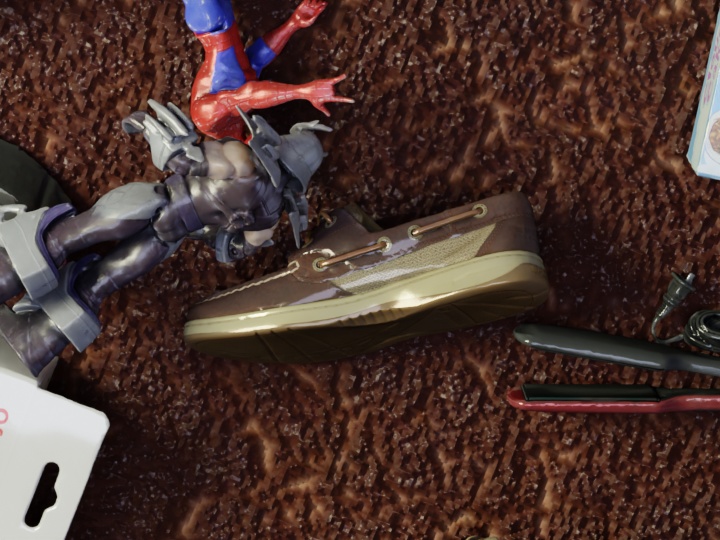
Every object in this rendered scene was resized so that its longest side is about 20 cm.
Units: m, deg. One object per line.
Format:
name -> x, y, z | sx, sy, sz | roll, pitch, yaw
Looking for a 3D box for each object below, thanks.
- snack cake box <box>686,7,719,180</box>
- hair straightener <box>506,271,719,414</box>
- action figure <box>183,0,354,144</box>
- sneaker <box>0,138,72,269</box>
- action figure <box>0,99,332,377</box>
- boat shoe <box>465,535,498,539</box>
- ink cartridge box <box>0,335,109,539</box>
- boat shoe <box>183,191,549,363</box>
snack cake box -> 0.245, -0.139, 1.499 | 0.115, 0.067, 0.200 | 10, 102, 0
hair straightener -> 0.180, 0.041, 1.553 | 0.200, 0.041, 0.077 | 3, 102, 3
action figure -> -0.056, -0.146, 1.515 | 0.099, 0.065, 0.200 | -9, 101, 14
sneaker -> -0.250, -0.036, 1.557 | 0.200, 0.080, 0.086 | 24, 124, -3
action figure -> -0.104, -0.029, 1.488 | 0.200, 0.069, 0.130 | -27, 139, -1
boat shoe -> 0.063, 0.178, 1.577 | 0.200, 0.076, 0.072 | -3, 98, -5
ink cartridge box -> -0.241, 0.083, 1.573 | 0.200, 0.068, 0.115 | 22, 102, -1
boat shoe -> 0.000, 0.000, 1.551 | 0.200, 0.072, 0.072 | -13, 70, 16
